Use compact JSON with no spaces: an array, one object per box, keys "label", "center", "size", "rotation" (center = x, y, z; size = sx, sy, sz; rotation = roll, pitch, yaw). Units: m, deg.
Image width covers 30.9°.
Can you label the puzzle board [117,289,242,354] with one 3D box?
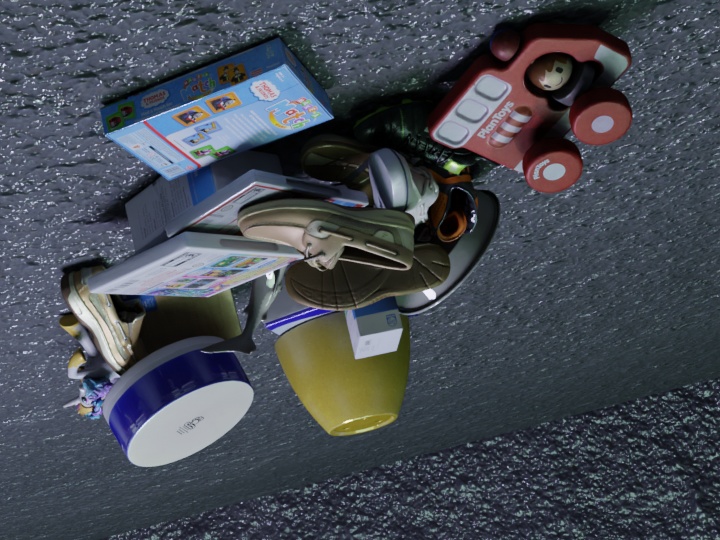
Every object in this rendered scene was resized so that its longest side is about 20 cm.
[{"label":"puzzle board","center":[-0.248,0.053,1.793],"size":[0.149,0.017,0.201],"rotation":[-13,134,-3]}]

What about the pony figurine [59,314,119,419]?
[{"label":"pony figurine","center":[-0.348,0.139,1.920],"size":[0.191,0.167,0.201],"rotation":[-9,141,-14]}]

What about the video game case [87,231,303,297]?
[{"label":"video game case","center":[-0.193,-0.004,1.542],"size":[0.181,0.024,0.199],"rotation":[3,162,-45]}]

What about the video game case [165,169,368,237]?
[{"label":"video game case","center":[-0.103,-0.064,1.477],"size":[0.142,0.018,0.199],"rotation":[-28,159,32]}]

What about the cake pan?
[{"label":"cake pan","center":[0.098,-0.034,1.700],"size":[0.037,0.201,0.200],"rotation":[39,134,-23]}]

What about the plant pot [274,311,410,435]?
[{"label":"plant pot","center":[-0.011,0.153,1.858],"size":[0.198,0.143,0.200],"rotation":[-13,162,-4]}]

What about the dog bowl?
[{"label":"dog bowl","center":[-0.251,0.183,1.807],"size":[0.199,0.079,0.201],"rotation":[-27,155,-14]}]

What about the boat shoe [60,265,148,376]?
[{"label":"boat shoe","center":[-0.319,0.071,1.735],"size":[0.076,0.072,0.201],"rotation":[-22,134,7]}]

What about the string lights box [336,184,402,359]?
[{"label":"string lights box","center":[0.000,0.000,1.662],"size":[0.058,0.202,0.103],"rotation":[-11,162,-7]}]

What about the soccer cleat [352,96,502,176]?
[{"label":"soccer cleat","center":[0.086,-0.150,1.481],"size":[0.199,0.082,0.068],"rotation":[-4,159,-30]}]

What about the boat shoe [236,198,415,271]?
[{"label":"boat shoe","center":[-0.037,-0.036,1.429],"size":[0.198,0.065,0.071],"rotation":[3,164,-7]}]

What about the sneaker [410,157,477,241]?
[{"label":"sneaker","center":[0.085,-0.080,1.636],"size":[0.077,0.113,0.200],"rotation":[-8,160,-19]}]

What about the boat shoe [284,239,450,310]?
[{"label":"boat shoe","center":[0.008,0.004,1.573],"size":[0.198,0.074,0.065],"rotation":[-5,-169,-2]}]

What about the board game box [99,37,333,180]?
[{"label":"board game box","center":[-0.144,-0.162,1.343],"size":[0.199,0.037,0.151],"rotation":[-18,161,12]}]

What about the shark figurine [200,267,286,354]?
[{"label":"shark figurine","center":[-0.144,0.007,1.738],"size":[0.089,0.216,0.128],"rotation":[22,-165,4]}]

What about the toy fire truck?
[{"label":"toy fire truck","center":[0.188,-0.188,1.409],"size":[0.167,0.113,0.200],"rotation":[19,134,-27]}]

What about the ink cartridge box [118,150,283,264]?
[{"label":"ink cartridge box","center":[-0.193,-0.069,1.525],"size":[0.115,0.067,0.199],"rotation":[5,153,-47]}]

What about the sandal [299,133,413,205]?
[{"label":"sandal","center":[-0.005,-0.130,1.518],"size":[0.080,0.054,0.199],"rotation":[-37,151,24]}]

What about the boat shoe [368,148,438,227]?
[{"label":"boat shoe","center":[0.054,-0.093,1.494],"size":[0.069,0.071,0.200],"rotation":[-23,160,-5]}]

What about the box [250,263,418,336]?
[{"label":"box","center":[-0.037,0.027,1.866],"size":[0.183,0.106,0.200],"rotation":[-20,160,13]}]
